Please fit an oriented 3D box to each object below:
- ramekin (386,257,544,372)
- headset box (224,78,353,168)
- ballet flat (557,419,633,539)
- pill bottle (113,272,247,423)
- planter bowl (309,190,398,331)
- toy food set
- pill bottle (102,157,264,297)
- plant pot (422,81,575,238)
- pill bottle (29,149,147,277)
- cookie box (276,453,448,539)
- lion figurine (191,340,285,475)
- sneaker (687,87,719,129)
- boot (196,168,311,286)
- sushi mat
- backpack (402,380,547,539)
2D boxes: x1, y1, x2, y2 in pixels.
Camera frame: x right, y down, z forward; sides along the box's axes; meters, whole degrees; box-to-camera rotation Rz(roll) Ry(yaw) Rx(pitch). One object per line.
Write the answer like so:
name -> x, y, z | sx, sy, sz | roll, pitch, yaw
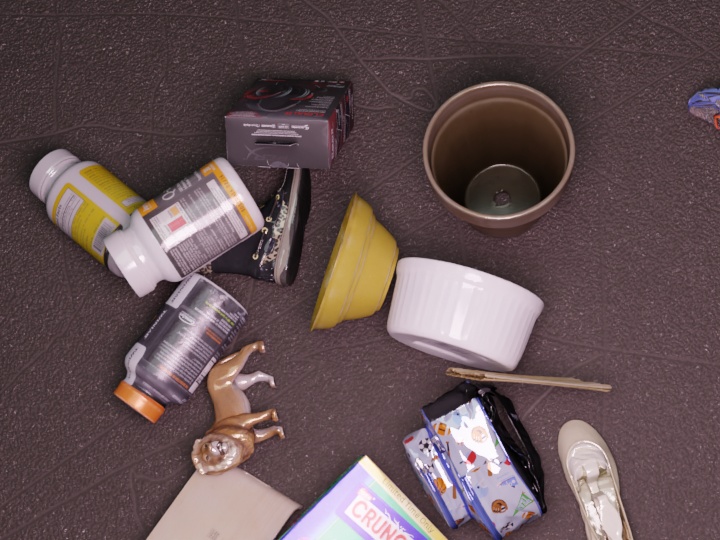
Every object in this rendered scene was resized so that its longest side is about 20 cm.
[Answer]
ramekin -> 0.130, 0.062, 1.660 | 0.200, 0.200, 0.098 | 16, 80, 14
headset box -> -0.099, -0.206, 1.797 | 0.148, 0.075, 0.200 | 4, 26, 11
ballet flat -> 0.302, 0.278, 1.618 | 0.069, 0.070, 0.201 | -18, 68, 2
pill bottle -> -0.252, 0.110, 1.746 | 0.106, 0.106, 0.200 | 32, 77, 18
planter bowl -> 0.000, 0.000, 1.715 | 0.083, 0.200, 0.201 | 19, 73, -4
toy food set -> -0.189, 0.356, 1.677 | 0.143, 0.060, 0.200 | 28, 68, 18
pill bottle -> -0.240, -0.056, 1.727 | 0.200, 0.116, 0.117 | -33, 68, -7
plant pot -> 0.192, -0.129, 1.730 | 0.199, 0.174, 0.201 | -3, 69, 8
pill bottle -> -0.382, -0.089, 1.839 | 0.200, 0.111, 0.111 | 38, 79, 19
cookie box -> -0.008, 0.361, 1.605 | 0.200, 0.075, 0.171 | -44, 89, -9
lion figurine -> -0.173, 0.184, 1.721 | 0.122, 0.073, 0.200 | -14, 46, 2
sneaker -> 0.539, -0.188, 1.754 | 0.200, 0.075, 0.079 | 30, 80, 20
boot -> -0.155, -0.079, 1.822 | 0.153, 0.074, 0.204 | 3, 69, 13
sushi mat -> 0.214, 0.139, 1.617 | 0.199, 0.096, 0.012 | 7, 88, -28
backpack -> 0.147, 0.245, 1.596 | 0.154, 0.200, 0.191 | -38, 78, 6
